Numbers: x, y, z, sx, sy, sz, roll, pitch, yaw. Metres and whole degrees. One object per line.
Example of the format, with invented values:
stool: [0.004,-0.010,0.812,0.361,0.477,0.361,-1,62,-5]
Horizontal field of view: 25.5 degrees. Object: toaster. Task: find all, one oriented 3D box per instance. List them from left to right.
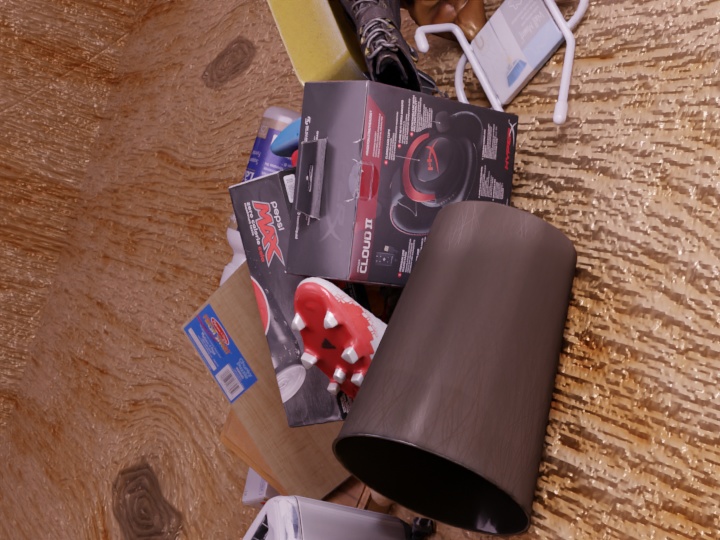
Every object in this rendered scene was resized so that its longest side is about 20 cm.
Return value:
toaster: [-0.036,0.267,1.301,0.201,0.128,0.114,-59,24,31]

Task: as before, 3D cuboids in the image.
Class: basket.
basket: [0.079,0.064,1.149,0.135,0.180,0.202,2,64,35]

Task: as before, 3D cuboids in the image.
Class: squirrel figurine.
squirrel figurine: [0.027,-0.314,1.530,0.200,0.185,0.143,23,95,70]

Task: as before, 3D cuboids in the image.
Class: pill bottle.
pill bottle: [-0.077,-0.063,1.701,0.116,0.115,0.202,20,92,70]

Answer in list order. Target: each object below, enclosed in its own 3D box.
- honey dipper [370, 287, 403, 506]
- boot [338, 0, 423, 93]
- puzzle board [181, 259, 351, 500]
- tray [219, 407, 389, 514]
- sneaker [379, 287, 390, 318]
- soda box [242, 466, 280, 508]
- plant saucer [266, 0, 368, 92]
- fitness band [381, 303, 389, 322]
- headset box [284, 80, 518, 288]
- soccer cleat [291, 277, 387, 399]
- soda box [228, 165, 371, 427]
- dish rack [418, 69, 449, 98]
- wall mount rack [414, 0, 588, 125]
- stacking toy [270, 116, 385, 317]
honey dipper: [0.032,0.095,1.298,0.038,0.038,0.202,-42,35,54]
boot: [0.009,-0.231,1.365,0.069,0.201,0.175,-23,40,8]
puzzle board: [-0.060,0.091,1.369,0.151,0.017,0.201,-42,77,39]
tray: [-0.045,0.158,1.430,0.199,0.037,0.100,34,107,42]
sneaker: [0.000,0.000,1.410,0.201,0.078,0.085,-52,-22,5]
soda box: [-0.055,0.135,1.548,0.064,0.067,0.202,-25,50,63]
plant saucer: [-0.033,-0.218,1.455,0.048,0.200,0.202,-26,69,9]
fitness band: [0.046,0.068,1.384,0.145,0.037,0.200,-70,21,5]
headset box: [0.028,-0.062,1.233,0.074,0.199,0.151,5,90,45]
soccer cleat: [0.020,0.071,1.223,0.068,0.201,0.085,-10,35,48]
soda box: [-0.040,0.019,1.271,0.070,0.063,0.203,-13,92,46]
dish rack: [0.043,-0.098,1.502,0.201,0.054,0.155,-113,44,-60]
wall mount rack: [0.123,-0.168,1.334,0.200,0.074,0.175,-49,61,50]
stacking toy: [-0.001,-0.027,1.319,0.116,0.109,0.203,-18,74,56]
